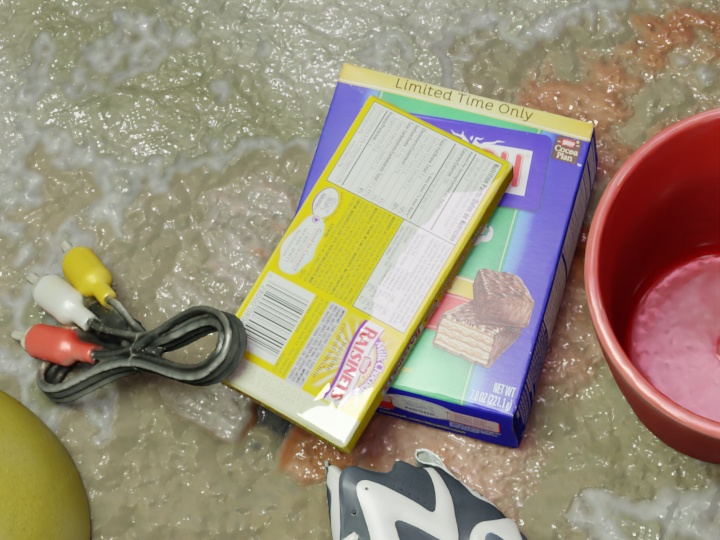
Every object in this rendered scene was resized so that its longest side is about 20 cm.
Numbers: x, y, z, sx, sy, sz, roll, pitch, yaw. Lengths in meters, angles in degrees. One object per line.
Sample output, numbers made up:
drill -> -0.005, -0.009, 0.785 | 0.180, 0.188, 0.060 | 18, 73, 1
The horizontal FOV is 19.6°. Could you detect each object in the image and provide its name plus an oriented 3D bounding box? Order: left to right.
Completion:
plant pot -> -0.266, 0.135, 1.228 | 0.199, 0.142, 0.201 | 0, 64, -1
cable -> -0.150, 0.044, 1.269 | 0.200, 0.050, 0.097 | 17, 79, 53
sneaker -> -0.007, 0.182, 1.243 | 0.199, 0.080, 0.130 | -35, 71, -8
candy box -> 0.000, 0.000, 1.251 | 0.102, 0.026, 0.200 | 28, 78, 15
candy box -> 0.044, -0.011, 1.305 | 0.169, 0.077, 0.201 | 14, 71, 10
plant pot -> 0.227, 0.026, 1.228 | 0.200, 0.177, 0.201 | -1, 71, 4
